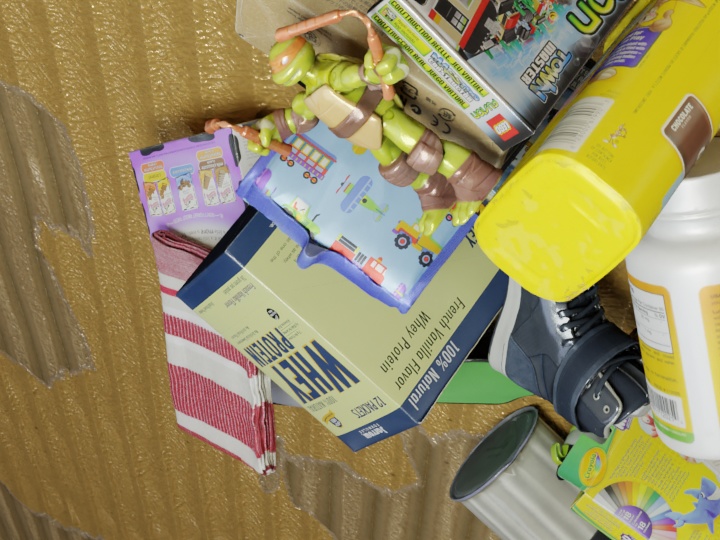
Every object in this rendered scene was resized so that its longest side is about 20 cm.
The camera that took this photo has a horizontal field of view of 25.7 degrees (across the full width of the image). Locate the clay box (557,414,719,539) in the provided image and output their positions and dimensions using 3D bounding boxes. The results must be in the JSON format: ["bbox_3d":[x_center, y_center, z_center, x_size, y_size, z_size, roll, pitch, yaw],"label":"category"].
[{"bbox_3d":[0.269,0.195,1.334,0.200,0.115,0.048,35,153,8],"label":"clay box"}]

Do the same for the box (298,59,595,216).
[{"bbox_3d":[0.072,-0.125,1.074,0.200,0.137,0.040,37,152,4],"label":"box"}]

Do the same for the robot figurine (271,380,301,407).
[{"bbox_3d":[-0.054,0.072,1.525,0.150,0.125,0.200,22,166,-37],"label":"robot figurine"}]

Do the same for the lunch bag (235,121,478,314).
[{"bbox_3d":[0.019,-0.073,1.144,0.150,0.200,0.094,38,152,2],"label":"lunch bag"}]

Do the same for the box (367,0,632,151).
[{"bbox_3d":[0.102,-0.175,0.896,0.110,0.200,0.035,43,152,-11],"label":"box"}]

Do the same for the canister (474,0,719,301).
[{"bbox_3d":[0.164,-0.088,0.949,0.086,0.200,0.149,39,152,0],"label":"canister"}]

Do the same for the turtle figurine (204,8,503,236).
[{"bbox_3d":[-0.002,-0.089,0.939,0.161,0.065,0.200,38,149,-16],"label":"turtle figurine"}]

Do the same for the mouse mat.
[{"bbox_3d":[0.110,0.099,1.389,0.160,0.008,0.200,4,165,-26],"label":"mouse mat"}]

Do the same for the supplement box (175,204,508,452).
[{"bbox_3d":[0.000,0.000,1.275,0.200,0.200,0.134,41,153,-8],"label":"supplement box"}]

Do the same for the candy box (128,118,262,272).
[{"bbox_3d":[-0.114,-0.027,1.414,0.167,0.071,0.201,-5,100,51],"label":"candy box"}]

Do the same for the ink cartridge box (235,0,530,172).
[{"bbox_3d":[0.046,-0.172,1.003,0.200,0.165,0.075,34,154,10],"label":"ink cartridge box"}]

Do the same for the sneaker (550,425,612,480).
[{"bbox_3d":[0.249,0.215,1.421,0.200,0.083,0.072,41,153,-5],"label":"sneaker"}]

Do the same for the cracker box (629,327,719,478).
[{"bbox_3d":[0.305,0.110,1.227,0.200,0.058,0.134,42,152,-4],"label":"cracker box"}]

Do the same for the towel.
[{"bbox_3d":[-0.132,0.074,1.403,0.144,0.023,0.201,22,124,44],"label":"towel"}]

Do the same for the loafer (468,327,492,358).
[{"bbox_3d":[0.041,0.016,1.409,0.200,0.072,0.063,44,171,-2],"label":"loafer"}]

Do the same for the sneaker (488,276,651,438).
[{"bbox_3d":[0.174,0.030,1.180,0.146,0.077,0.203,40,139,38],"label":"sneaker"}]

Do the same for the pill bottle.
[{"bbox_3d":[0.241,0.017,1.073,0.111,0.111,0.201,8,119,44],"label":"pill bottle"}]

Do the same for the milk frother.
[{"bbox_3d":[0.154,0.268,1.493,0.188,0.200,0.180,43,156,-7],"label":"milk frother"}]
